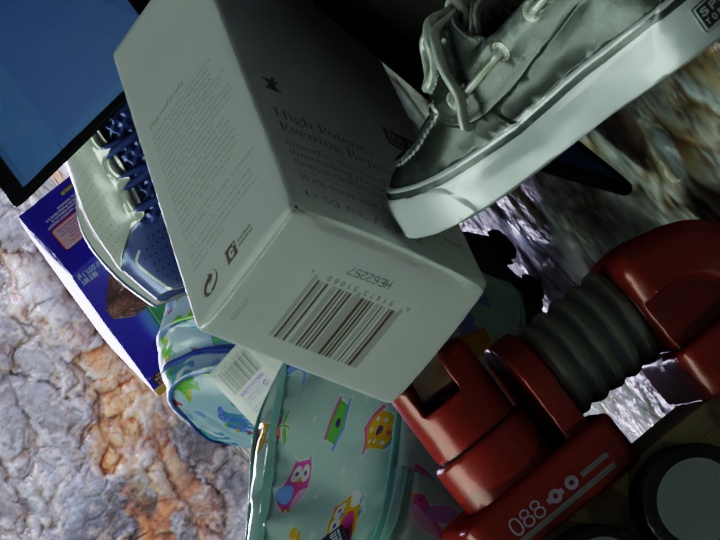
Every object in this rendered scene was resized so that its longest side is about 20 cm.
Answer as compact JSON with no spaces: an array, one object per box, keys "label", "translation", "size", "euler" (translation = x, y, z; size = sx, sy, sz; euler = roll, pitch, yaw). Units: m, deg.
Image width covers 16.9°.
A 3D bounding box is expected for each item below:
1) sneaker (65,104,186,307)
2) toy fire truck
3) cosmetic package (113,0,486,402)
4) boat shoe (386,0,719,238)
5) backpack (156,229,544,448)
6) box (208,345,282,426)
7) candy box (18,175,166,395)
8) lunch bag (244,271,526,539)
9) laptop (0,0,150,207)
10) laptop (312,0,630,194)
[{"label":"sneaker","translation":[-0.128,-0.084,1.250],"size":[0.200,0.080,0.115],"euler":[62,171,15]},{"label":"toy fire truck","translation":[0.082,0.032,1.014],"size":[0.200,0.176,0.129],"euler":[51,171,-1]},{"label":"cosmetic package","translation":[-0.029,-0.044,1.005],"size":[0.101,0.074,0.200],"euler":[23,-151,-33]},{"label":"boat shoe","translation":[0.057,-0.075,0.858],"size":[0.068,0.074,0.199],"euler":[49,148,-4]},{"label":"backpack","translation":[-0.016,0.036,1.345],"size":[0.199,0.154,0.163],"euler":[19,167,22]},{"label":"box","translation":[0.000,0.000,1.224],"size":[0.041,0.200,0.039],"euler":[45,-153,6]},{"label":"candy box","translation":[-0.133,-0.021,1.767],"size":[0.077,0.169,0.200],"euler":[46,172,30]},{"label":"lunch bag","translation":[0.003,0.098,1.133],"size":[0.077,0.201,0.160],"euler":[29,135,-21]},{"label":"laptop","translation":[-0.157,-0.169,1.099],"size":[0.177,0.103,0.200],"euler":[52,154,26]},{"label":"laptop","translation":[0.036,-0.135,1.001],"size":[0.177,0.103,0.201],"euler":[41,143,31]}]
